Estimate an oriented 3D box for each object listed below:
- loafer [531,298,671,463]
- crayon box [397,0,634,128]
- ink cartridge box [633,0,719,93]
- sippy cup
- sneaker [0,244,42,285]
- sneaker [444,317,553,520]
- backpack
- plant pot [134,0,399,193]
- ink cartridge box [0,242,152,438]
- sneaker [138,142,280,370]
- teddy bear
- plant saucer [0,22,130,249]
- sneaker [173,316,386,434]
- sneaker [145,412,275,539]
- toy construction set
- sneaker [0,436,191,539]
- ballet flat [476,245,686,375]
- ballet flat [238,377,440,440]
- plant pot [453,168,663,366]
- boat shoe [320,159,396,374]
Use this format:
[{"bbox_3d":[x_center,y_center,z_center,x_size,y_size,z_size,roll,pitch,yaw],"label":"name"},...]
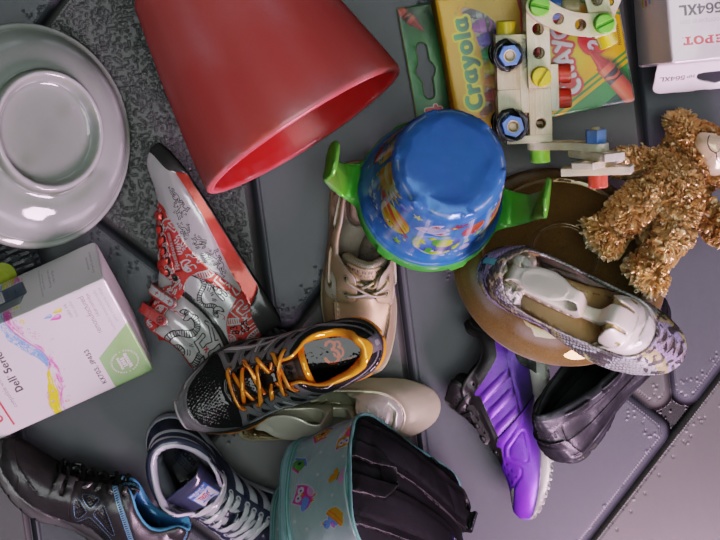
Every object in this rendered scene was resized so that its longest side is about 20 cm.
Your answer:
[{"bbox_3d":[0.221,0.086,1.538,0.201,0.068,0.071,-51,129,-27],"label":"loafer"},{"bbox_3d":[0.142,-0.199,1.550,0.198,0.051,0.128,-12,97,-2],"label":"crayon box"},{"bbox_3d":[0.320,-0.264,1.517,0.128,0.125,0.202,-6,95,-3],"label":"ink cartridge box"},{"bbox_3d":[0.067,-0.077,1.454,0.177,0.130,0.140,-26,83,-10],"label":"sippy cup"},{"bbox_3d":[-0.343,-0.037,1.536,0.066,0.078,0.201,-27,115,-15],"label":"sneaker"},{"bbox_3d":[0.129,0.132,1.577,0.099,0.070,0.202,-2,92,4],"label":"sneaker"},{"bbox_3d":[0.002,0.230,1.494,0.152,0.177,0.200,-15,141,22],"label":"backpack"},{"bbox_3d":[-0.093,-0.194,1.476,0.200,0.200,0.178,-32,86,0],"label":"plant pot"},{"bbox_3d":[-0.302,0.073,1.517,0.199,0.067,0.118,-25,126,-1],"label":"ink cartridge box"},{"bbox_3d":[-0.168,-0.007,1.540,0.108,0.067,0.202,-32,99,-3],"label":"sneaker"},{"bbox_3d":[0.278,-0.065,1.519,0.199,0.067,0.145,-30,73,-24],"label":"teddy bear"},{"bbox_3d":[-0.283,-0.120,1.482,0.199,0.050,0.202,2,86,-35],"label":"plant saucer"},{"bbox_3d":[-0.072,0.089,1.498,0.199,0.077,0.079,-23,90,-2],"label":"sneaker"},{"bbox_3d":[-0.122,0.217,1.543,0.200,0.109,0.070,43,92,-7],"label":"sneaker"},{"bbox_3d":[0.181,-0.169,1.489,0.130,0.092,0.202,-4,85,-1],"label":"toy construction set"},{"bbox_3d":[-0.246,0.205,1.547,0.200,0.073,0.082,37,112,-15],"label":"sneaker"},{"bbox_3d":[0.195,0.036,1.455,0.199,0.072,0.072,25,94,-2],"label":"ballet flat"},{"bbox_3d":[-0.023,0.136,1.563,0.198,0.069,0.070,1,96,-3],"label":"ballet flat"},{"bbox_3d":[0.183,-0.010,1.532,0.198,0.028,0.201,2,65,-5],"label":"plant pot"},{"bbox_3d":[0.000,0.000,1.552,0.072,0.065,0.202,0,95,-4],"label":"boat shoe"}]
